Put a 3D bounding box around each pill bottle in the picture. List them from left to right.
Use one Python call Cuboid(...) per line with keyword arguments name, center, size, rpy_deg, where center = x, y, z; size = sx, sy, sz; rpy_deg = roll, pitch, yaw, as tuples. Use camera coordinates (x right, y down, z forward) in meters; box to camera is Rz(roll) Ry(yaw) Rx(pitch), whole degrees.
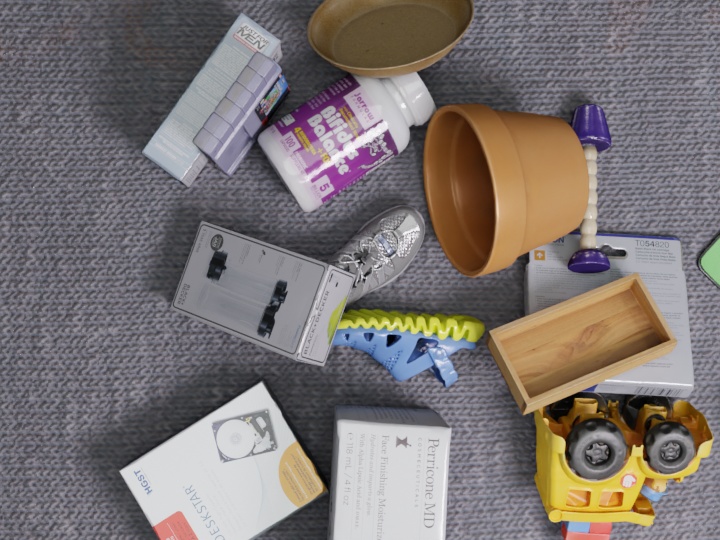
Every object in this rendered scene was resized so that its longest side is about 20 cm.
Cuboid(name="pill bottle", center=(-0.013, -0.166, 1.653), size=(0.199, 0.112, 0.113), rpy_deg=(-34, 91, -2))

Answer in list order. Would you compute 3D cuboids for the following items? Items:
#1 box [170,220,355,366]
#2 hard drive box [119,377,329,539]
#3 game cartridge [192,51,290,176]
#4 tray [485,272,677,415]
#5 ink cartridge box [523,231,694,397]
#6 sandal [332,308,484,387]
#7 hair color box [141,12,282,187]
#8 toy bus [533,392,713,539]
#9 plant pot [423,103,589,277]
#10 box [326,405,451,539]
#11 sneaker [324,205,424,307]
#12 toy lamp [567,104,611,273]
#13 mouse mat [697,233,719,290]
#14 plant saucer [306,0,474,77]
Cuboid(name="box", center=(-0.115, 0.026, 1.621), size=(0.199, 0.060, 0.117), rpy_deg=(18, 87, 34))
Cuboid(name="hard drive box", center=(-0.160, 0.247, 1.660), size=(0.199, 0.077, 0.156), rpy_deg=(-33, 90, -2))
Cuboid(name="game cartridge", center=(-0.132, -0.176, 1.604), size=(0.038, 0.200, 0.130), rpy_deg=(40, 89, 3))
Cuboid(name="tray", center=(0.257, 0.084, 1.623), size=(0.199, 0.037, 0.099), rpy_deg=(-20, 66, -14))
Cuboid(name="ink cartridge box", center=(0.297, 0.051, 1.685), size=(0.198, 0.041, 0.201), rpy_deg=(4, 63, -2))
Cuboid(name="sandal", center=(0.050, 0.092, 1.664), size=(0.198, 0.079, 0.088), rpy_deg=(6, 97, -10))
Cuboid(name="hair color box", center=(-0.173, -0.199, 1.653), size=(0.060, 0.099, 0.201), rpy_deg=(36, 88, -1))
Cuboid(name="toy bus", center=(0.303, 0.245, 1.660), size=(0.198, 0.136, 0.193), rpy_deg=(1, 107, -4))
Cuboid(name="plant pot", center=(0.175, -0.102, 1.630), size=(0.139, 0.200, 0.202), rpy_deg=(-10, 90, -18))
Cuboid(name="box", center=(0.029, 0.263, 1.606), size=(0.130, 0.200, 0.201), rpy_deg=(3, 89, -2))
Cuboid(name="sneaker", center=(0.000, 0.000, 1.666), size=(0.200, 0.082, 0.075), rpy_deg=(-42, 92, -2))
Cuboid(name="toy lamp", center=(0.276, -0.101, 1.680), size=(0.058, 0.058, 0.202), rpy_deg=(1, 76, -2))
Cuboid(name="mouse mat", center=(0.535, 0.002, 1.727), size=(0.200, 0.008, 0.161), rpy_deg=(44, 88, 0))
Cuboid(name="plant saucer", center=(0.037, -0.283, 1.645), size=(0.199, 0.201, 0.036), rpy_deg=(-14, 132, -2))
